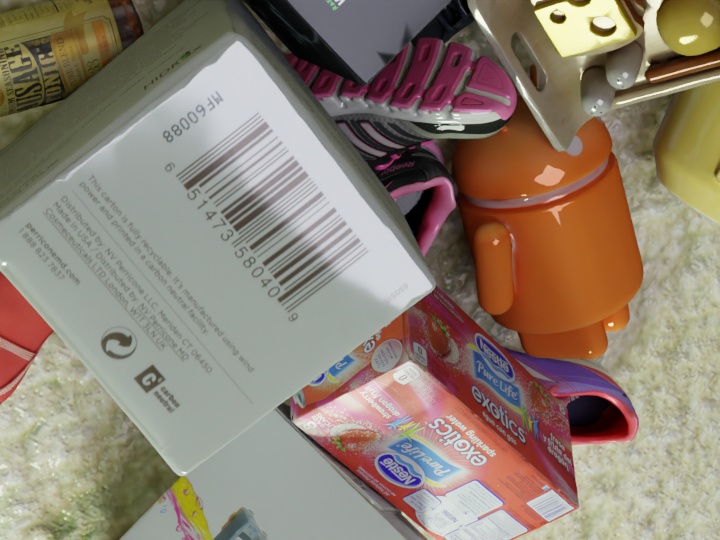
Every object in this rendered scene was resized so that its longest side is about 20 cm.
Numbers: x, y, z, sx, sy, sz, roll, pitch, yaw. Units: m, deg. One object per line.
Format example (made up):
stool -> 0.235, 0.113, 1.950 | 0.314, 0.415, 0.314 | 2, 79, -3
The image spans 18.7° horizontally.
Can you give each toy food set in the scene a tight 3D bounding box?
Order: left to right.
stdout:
toy food set -> 0.184, -0.148, 1.359 | 0.200, 0.060, 0.144 | -14, 132, 27

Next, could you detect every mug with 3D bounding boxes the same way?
mug -> 0.273, -0.111, 1.530 | 0.186, 0.149, 0.153 | 12, 114, -51

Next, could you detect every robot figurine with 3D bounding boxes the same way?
robot figurine -> 0.129, -0.035, 1.516 | 0.144, 0.117, 0.200 | -22, 114, -12

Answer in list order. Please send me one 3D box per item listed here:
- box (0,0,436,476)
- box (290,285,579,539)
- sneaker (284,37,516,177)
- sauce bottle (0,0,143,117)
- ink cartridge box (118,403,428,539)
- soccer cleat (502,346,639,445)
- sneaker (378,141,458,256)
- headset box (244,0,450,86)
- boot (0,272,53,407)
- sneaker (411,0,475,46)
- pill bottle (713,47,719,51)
box -> -0.096, -0.030, 1.324 | 0.200, 0.171, 0.199 | -37, 109, 6
box -> 0.050, 0.096, 1.470 | 0.100, 0.096, 0.200 | -29, 130, 24
sneaker -> 0.014, -0.096, 1.439 | 0.200, 0.074, 0.088 | -1, 132, 25
sauce bottle -> -0.235, -0.125, 1.377 | 0.200, 0.066, 0.066 | -19, 113, -13
ink cartridge box -> -0.074, 0.203, 1.474 | 0.200, 0.145, 0.145 | -45, 80, -1
soccer cleat -> 0.106, 0.090, 1.574 | 0.200, 0.073, 0.068 | 9, 104, -23
sneaker -> 0.000, 0.000, 1.492 | 0.079, 0.095, 0.200 | 29, 97, -28
headset box -> -0.043, -0.211, 1.332 | 0.093, 0.200, 0.174 | -45, 107, -2
boot -> -0.268, -0.009, 1.402 | 0.144, 0.072, 0.200 | -49, 125, 0
sneaker -> 0.087, -0.196, 1.432 | 0.202, 0.146, 0.077 | -45, 119, 0
pill bottle -> 0.256, -0.239, 1.445 | 0.112, 0.200, 0.113 | 2, 138, 2
